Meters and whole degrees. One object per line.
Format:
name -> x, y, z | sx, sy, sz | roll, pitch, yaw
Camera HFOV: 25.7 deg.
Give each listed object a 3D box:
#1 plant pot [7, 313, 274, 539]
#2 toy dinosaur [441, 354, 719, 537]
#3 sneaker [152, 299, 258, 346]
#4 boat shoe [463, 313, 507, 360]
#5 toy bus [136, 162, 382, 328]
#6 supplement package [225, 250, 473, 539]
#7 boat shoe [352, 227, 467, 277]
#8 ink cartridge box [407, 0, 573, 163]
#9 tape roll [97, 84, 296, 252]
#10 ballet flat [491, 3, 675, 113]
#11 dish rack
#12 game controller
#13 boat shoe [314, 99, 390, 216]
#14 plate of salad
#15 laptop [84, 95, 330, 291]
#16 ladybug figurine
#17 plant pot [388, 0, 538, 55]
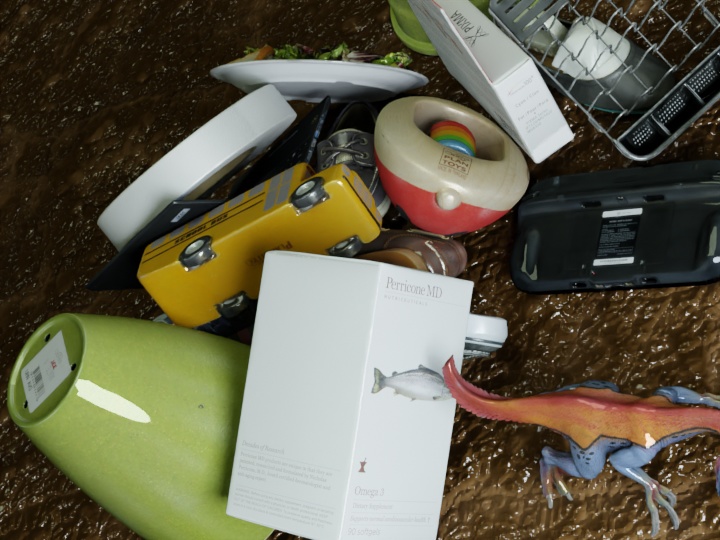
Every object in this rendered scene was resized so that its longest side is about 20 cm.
plant pot -> -0.170, 0.116, 1.241 | 0.187, 0.200, 0.188 | -25, 50, 34
toy dinosaur -> 0.174, 0.115, 1.050 | 0.181, 0.199, 0.105 | 152, 132, -64
sneaker -> -0.129, 0.049, 1.349 | 0.200, 0.082, 0.070 | -37, 79, 35
boat shoe -> 0.032, 0.069, 1.264 | 0.200, 0.072, 0.071 | -6, 76, 41
toy bus -> -0.080, -0.024, 1.266 | 0.200, 0.065, 0.078 | -27, 26, 19
supplement package -> -0.007, 0.094, 1.168 | 0.117, 0.117, 0.201 | 7, 87, 41
boat shoe -> 0.000, 0.000, 1.324 | 0.200, 0.071, 0.070 | 3, 24, 42
ink cartridge box -> 0.090, -0.203, 1.345 | 0.045, 0.176, 0.200 | -36, 36, 1
tape roll -> -0.143, -0.089, 1.391 | 0.203, 0.037, 0.203 | -39, 2, 1
ballet flat -> 0.181, -0.187, 1.357 | 0.068, 0.068, 0.200 | -51, 42, -12
dish rack -> 0.210, -0.200, 1.278 | 0.153, 0.055, 0.200 | -42, 83, -5
game controller -> 0.208, -0.032, 1.235 | 0.200, 0.042, 0.105 | -4, 67, 36
boat shoe -> -0.010, -0.092, 1.375 | 0.072, 0.065, 0.200 | -9, 24, 13
plate of salad -> -0.037, -0.185, 1.439 | 0.200, 0.200, 0.048 | 0, 87, 38
laptop -> -0.134, -0.068, 1.401 | 0.177, 0.103, 0.200 | -36, 28, 47
ladybug figurine -> 0.070, -0.083, 1.309 | 0.200, 0.135, 0.072 | -72, 4, -68
plant pot -> 0.071, -0.338, 1.484 | 0.200, 0.184, 0.201 | -21, 45, 23
